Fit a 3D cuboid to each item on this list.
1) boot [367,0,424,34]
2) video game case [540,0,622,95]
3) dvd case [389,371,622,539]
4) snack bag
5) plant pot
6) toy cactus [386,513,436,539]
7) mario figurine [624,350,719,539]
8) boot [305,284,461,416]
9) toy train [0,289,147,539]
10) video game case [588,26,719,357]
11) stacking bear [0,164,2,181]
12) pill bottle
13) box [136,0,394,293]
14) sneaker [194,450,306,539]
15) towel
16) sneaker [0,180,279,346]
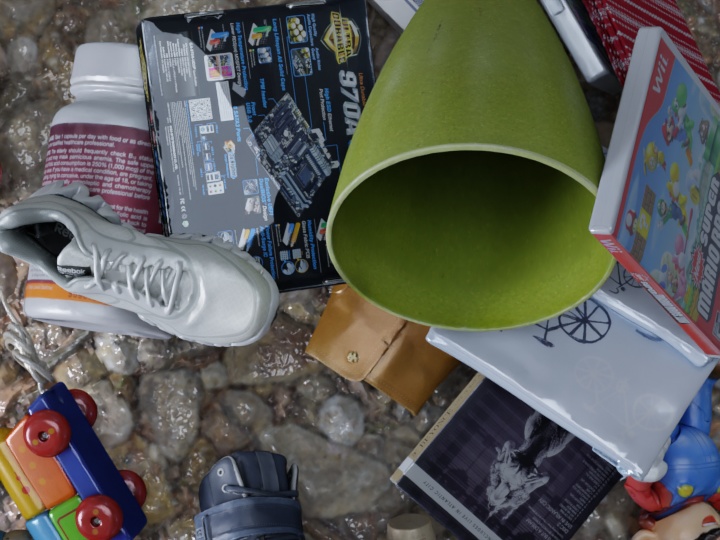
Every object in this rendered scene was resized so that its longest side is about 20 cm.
[{"bbox_3d":[0.094,-0.176,1.290,0.090,0.073,0.200,-44,85,1],"label":"boot"},{"bbox_3d":[0.133,-0.221,1.263,0.018,0.143,0.200,-30,84,14],"label":"video game case"},{"bbox_3d":[0.134,0.117,1.252,0.149,0.016,0.200,43,84,-27],"label":"dvd case"},{"bbox_3d":[0.166,0.018,1.204,0.188,0.021,0.200,34,73,11],"label":"snack bag"},{"bbox_3d":[0.078,-0.095,1.156,0.187,0.187,0.200,5,53,0],"label":"plant pot"},{"bbox_3d":[0.040,0.257,1.219,0.200,0.102,0.165,-7,104,-3],"label":"toy cactus"},{"bbox_3d":[0.244,0.154,1.231,0.123,0.106,0.200,-2,92,-3],"label":"mario figurine"},{"bbox_3d":[0.000,0.000,1.273,0.201,0.071,0.144,39,85,0],"label":"boot"},{"bbox_3d":[-0.250,0.126,1.248,0.116,0.085,0.200,-30,94,10],"label":"toy train"},{"bbox_3d":[0.211,-0.046,1.124,0.017,0.200,0.143,3,67,35],"label":"video game case"},{"bbox_3d":[-0.322,-0.135,1.274,0.114,0.121,0.200,-15,93,5],"label":"stacking bear"},{"bbox_3d":[-0.173,-0.056,1.257,0.114,0.114,0.200,8,84,1],"label":"pill bottle"},{"bbox_3d":[-0.064,-0.083,1.204,0.159,0.046,0.200,-8,92,-12],"label":"box"},{"bbox_3d":[-0.050,0.186,1.198,0.077,0.202,0.146,15,62,-34],"label":"sneaker"},{"bbox_3d":[0.209,-0.156,1.239,0.022,0.145,0.200,-36,59,30],"label":"towel"},{"bbox_3d":[-0.150,0.001,1.138,0.200,0.081,0.075,20,100,16],"label":"sneaker"}]
